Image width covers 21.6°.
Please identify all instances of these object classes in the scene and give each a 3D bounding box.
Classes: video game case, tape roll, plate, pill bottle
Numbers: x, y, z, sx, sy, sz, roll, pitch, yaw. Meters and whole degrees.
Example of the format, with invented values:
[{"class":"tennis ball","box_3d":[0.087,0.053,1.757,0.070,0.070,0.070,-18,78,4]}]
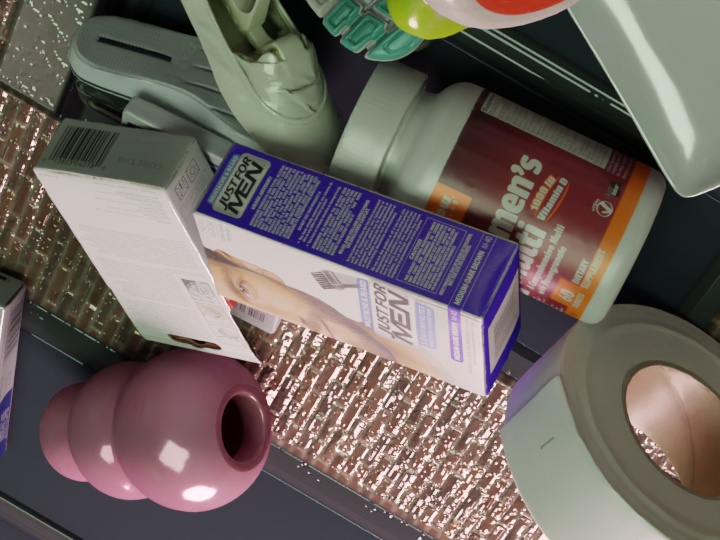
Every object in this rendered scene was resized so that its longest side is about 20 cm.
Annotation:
[{"class":"video game case","box_3d":[-0.108,-0.035,1.330,0.143,0.018,0.200,27,151,3]},{"class":"tape roll","box_3d":[0.194,0.121,1.240,0.202,0.203,0.071,37,131,-6]},{"class":"plate","box_3d":[0.214,-0.161,1.090,0.200,0.032,0.200,-26,98,48]},{"class":"pill bottle","box_3d":[0.087,-0.054,1.216,0.200,0.110,0.110,25,130,4]}]

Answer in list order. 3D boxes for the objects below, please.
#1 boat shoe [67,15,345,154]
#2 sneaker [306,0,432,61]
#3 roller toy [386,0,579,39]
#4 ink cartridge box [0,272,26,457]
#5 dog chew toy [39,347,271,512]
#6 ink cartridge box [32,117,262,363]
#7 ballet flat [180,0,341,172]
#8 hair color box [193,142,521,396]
[{"class":"boat shoe","box_3d":[-0.104,-0.116,1.290,0.199,0.072,0.071,23,152,7]},{"class":"sneaker","box_3d":[-0.025,-0.202,1.181,0.078,0.091,0.200,-44,76,14]},{"class":"roller toy","box_3d":[0.076,-0.235,0.989,0.140,0.200,0.183,52,170,27]},{"class":"ink cartridge box","box_3d":[-0.376,0.054,1.539,0.199,0.041,0.200,22,130,7]},{"class":"dog chew toy","box_3d":[-0.167,0.124,1.454,0.199,0.125,0.125,-5,122,36]},{"class":"ink cartridge box","box_3d":[-0.135,-0.018,1.310,0.109,0.050,0.200,10,147,28]},{"class":"ballet flat","box_3d":[-0.068,-0.154,1.209,0.069,0.069,0.200,-29,93,36]},{"class":"hair color box","box_3d":[0.000,0.000,1.203,0.199,0.065,0.109,22,154,17]}]
